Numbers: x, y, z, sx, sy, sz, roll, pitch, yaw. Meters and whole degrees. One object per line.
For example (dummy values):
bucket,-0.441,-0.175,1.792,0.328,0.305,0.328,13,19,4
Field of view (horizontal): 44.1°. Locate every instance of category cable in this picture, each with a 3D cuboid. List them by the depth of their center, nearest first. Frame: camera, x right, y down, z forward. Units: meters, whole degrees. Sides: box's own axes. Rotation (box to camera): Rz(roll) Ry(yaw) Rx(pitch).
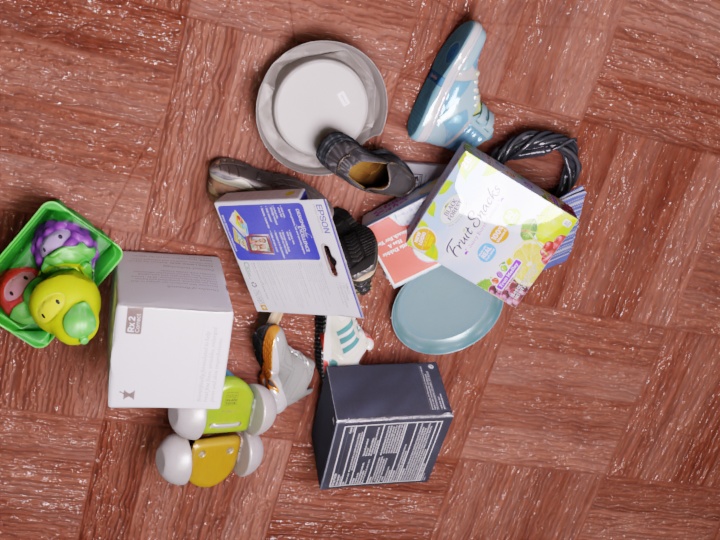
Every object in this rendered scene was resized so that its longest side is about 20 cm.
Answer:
cable,0.272,-0.150,1.449,0.163,0.051,0.200,40,99,-25

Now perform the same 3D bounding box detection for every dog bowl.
dog bowl,-0.061,-0.246,1.325,0.198,0.059,0.202,-6,115,-13

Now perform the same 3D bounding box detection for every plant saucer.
plant saucer,0.146,0.058,1.515,0.198,0.027,0.201,-7,125,-10

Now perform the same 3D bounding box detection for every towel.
towel,0.294,-0.053,1.466,0.144,0.024,0.201,-23,149,-11

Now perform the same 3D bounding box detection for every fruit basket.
fruit basket,-0.439,0.020,1.259,0.155,0.216,0.216,39,99,-26

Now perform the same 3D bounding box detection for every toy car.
toy car,-0.245,0.242,1.440,0.174,0.150,0.201,2,118,-35

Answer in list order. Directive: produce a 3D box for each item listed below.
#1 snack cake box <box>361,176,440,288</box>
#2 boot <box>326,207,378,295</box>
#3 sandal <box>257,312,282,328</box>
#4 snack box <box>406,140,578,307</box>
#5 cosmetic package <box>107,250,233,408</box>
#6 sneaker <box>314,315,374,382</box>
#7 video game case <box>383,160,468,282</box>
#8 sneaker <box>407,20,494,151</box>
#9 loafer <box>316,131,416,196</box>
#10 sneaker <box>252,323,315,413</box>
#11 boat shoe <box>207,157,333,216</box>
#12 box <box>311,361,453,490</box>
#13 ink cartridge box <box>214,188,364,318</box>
snack cake box,0.114,-0.071,1.403,0.199,0.067,0.116,-26,109,13
boot,0.000,0.000,1.372,0.077,0.200,0.139,-22,121,-1
sandal,-0.093,0.015,1.425,0.069,0.078,0.213,17,116,-26
snack box,0.193,-0.067,1.329,0.199,0.068,0.169,29,111,-7
cosmetic package,-0.290,0.085,1.326,0.164,0.200,0.166,3,114,-18
sneaker,-0.024,0.096,1.481,0.093,0.070,0.201,-5,119,-16
video game case,0.140,-0.077,1.474,0.181,0.023,0.202,2,111,-16
sneaker,0.168,-0.273,1.367,0.130,0.080,0.201,19,116,-20
loafer,0.020,-0.142,1.332,0.199,0.072,0.073,12,119,-46
sneaker,-0.121,0.149,1.464,0.091,0.076,0.201,-22,142,-19
boat shoe,-0.138,-0.107,1.351,0.199,0.076,0.072,20,117,-2
box,0.030,0.262,1.505,0.197,0.124,0.201,-1,135,-15
ink cartridge box,-0.096,-0.025,1.296,0.199,0.047,0.199,0,122,30
